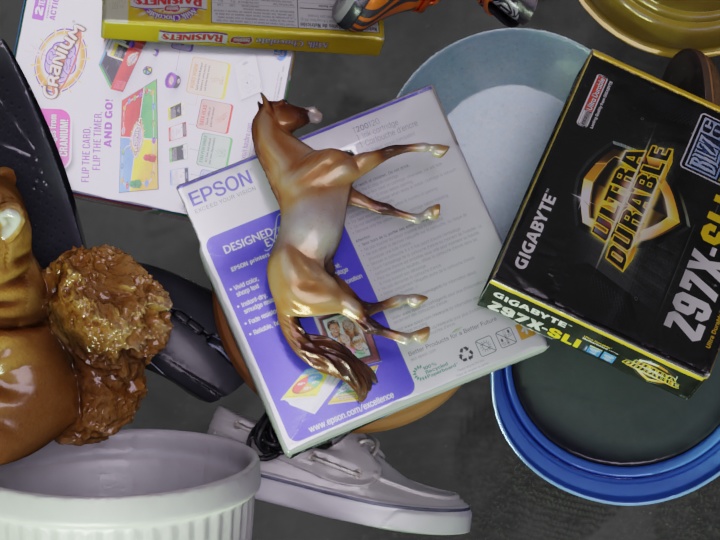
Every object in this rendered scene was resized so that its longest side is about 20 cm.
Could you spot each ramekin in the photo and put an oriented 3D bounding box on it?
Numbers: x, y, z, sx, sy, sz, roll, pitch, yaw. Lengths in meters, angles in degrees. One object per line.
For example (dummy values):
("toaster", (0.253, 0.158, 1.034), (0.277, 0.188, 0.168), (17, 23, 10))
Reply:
("ramekin", (-0.166, 0.178, 1.591), (0.200, 0.200, 0.105), (-1, 99, -4))

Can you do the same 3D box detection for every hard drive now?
("hard drive", (-0.267, -0.056, 1.653), (0.135, 0.042, 0.200), (-14, 106, 14))

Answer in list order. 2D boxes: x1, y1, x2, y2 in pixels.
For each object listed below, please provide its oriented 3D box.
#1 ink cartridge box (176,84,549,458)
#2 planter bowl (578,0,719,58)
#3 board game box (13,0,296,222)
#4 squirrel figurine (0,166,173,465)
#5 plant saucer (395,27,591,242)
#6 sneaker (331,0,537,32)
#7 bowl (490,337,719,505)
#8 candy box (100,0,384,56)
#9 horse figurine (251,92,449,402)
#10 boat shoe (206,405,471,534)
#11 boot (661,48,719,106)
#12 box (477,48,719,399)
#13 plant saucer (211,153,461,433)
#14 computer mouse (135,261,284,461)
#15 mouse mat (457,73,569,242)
("ink cartridge box", (0.000, 0.000, 1.611), (0.198, 0.043, 0.200), (-22, 83, -11))
("planter bowl", (0.246, -0.259, 1.717), (0.200, 0.083, 0.201), (0, 87, -5))
("board game box", (-0.155, -0.119, 1.702), (0.200, 0.040, 0.153), (12, 86, -3))
("squirrel figurine", (-0.227, 0.025, 1.598), (0.200, 0.142, 0.187), (1, 105, -8))
("plant saucer", (0.111, -0.074, 1.713), (0.201, 0.039, 0.201), (0, 86, -4))
("sneaker", (0.072, -0.209, 1.679), (0.112, 0.078, 0.200), (47, 58, -3))
("bowl", (0.192, 0.069, 1.683), (0.200, 0.039, 0.201), (1, 110, 2))
("candy box", (-0.085, -0.204, 1.690), (0.200, 0.026, 0.102), (3, 58, -9))
("horse figurine", (-0.015, -0.018, 1.566), (0.132, 0.050, 0.200), (8, 77, -6))
("boat shoe", (-0.015, 0.142, 1.686), (0.200, 0.072, 0.066), (13, 91, 5))
("boot", (0.259, -0.063, 1.718), (0.075, 0.074, 0.200), (-7, 96, -23))
("box", (0.190, -0.032, 1.608), (0.160, 0.049, 0.200), (26, 64, 0))
("plant saucer", (-0.003, 0.013, 1.649), (0.200, 0.037, 0.200), (1, 78, -6))
("computer mouse", (-0.097, 0.029, 1.679), (0.200, 0.046, 0.140), (34, 66, 14))
("mouse mat", (0.130, -0.041, 1.735), (0.161, 0.008, 0.200), (34, 84, -2))
